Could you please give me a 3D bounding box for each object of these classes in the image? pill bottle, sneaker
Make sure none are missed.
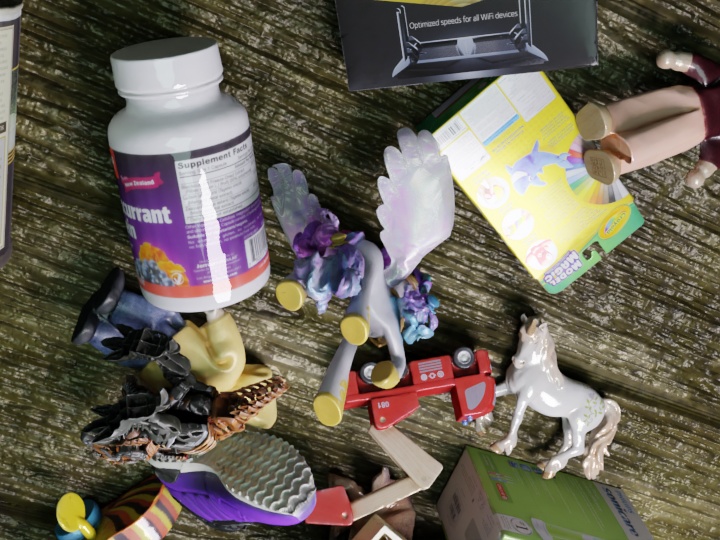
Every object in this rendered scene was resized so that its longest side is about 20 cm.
[{"bbox_3d":[-0.139,-0.078,0.733,0.111,0.112,0.201,-8,114,-5],"label":"pill bottle"},{"bbox_3d":[-0.111,0.204,0.844,0.070,0.199,0.100,-41,128,-38],"label":"sneaker"}]

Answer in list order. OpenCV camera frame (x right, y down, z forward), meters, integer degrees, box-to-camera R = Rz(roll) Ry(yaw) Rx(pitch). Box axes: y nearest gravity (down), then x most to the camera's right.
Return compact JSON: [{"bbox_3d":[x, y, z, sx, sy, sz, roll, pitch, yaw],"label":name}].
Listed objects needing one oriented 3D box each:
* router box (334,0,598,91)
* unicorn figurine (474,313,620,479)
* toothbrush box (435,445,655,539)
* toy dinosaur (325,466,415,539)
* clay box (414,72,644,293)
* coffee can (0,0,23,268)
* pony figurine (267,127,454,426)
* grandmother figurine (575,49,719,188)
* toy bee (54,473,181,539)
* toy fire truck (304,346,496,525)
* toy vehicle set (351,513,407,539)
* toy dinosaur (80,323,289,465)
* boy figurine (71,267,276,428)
[{"bbox_3d":[0.077,-0.229,0.699,0.199,0.052,0.158,-3,117,13],"label":"router box"},{"bbox_3d":[0.179,0.125,0.901,0.199,0.074,0.138,26,98,-33],"label":"unicorn figurine"},{"bbox_3d":[0.193,0.273,0.920,0.199,0.146,0.086,17,110,-16],"label":"toothbrush box"},{"bbox_3d":[0.024,0.278,0.934,0.135,0.086,0.201,10,105,-15],"label":"toy dinosaur"},{"bbox_3d":[0.153,-0.084,0.810,0.115,0.048,0.200,-39,114,7],"label":"clay box"},{"bbox_3d":[-0.329,-0.108,0.672,0.146,0.146,0.201,7,112,-12],"label":"coffee can"},{"bbox_3d":[0.000,0.000,0.758,0.166,0.200,0.194,-9,111,23],"label":"pony figurine"},{"bbox_3d":[0.286,-0.131,0.783,0.199,0.061,0.122,-21,116,-14],"label":"grandmother figurine"},{"bbox_3d":[-0.261,0.284,0.878,0.131,0.109,0.200,36,104,-23],"label":"toy bee"},{"bbox_3d":[0.036,0.156,0.855,0.199,0.049,0.142,-8,74,-5],"label":"toy fire truck"},{"bbox_3d":[0.041,0.335,0.859,0.124,0.027,0.200,-48,112,-5],"label":"toy vehicle set"},{"bbox_3d":[-0.157,0.114,0.774,0.200,0.102,0.136,-33,136,7],"label":"toy dinosaur"},{"bbox_3d":[-0.152,0.076,0.825,0.200,0.065,0.124,31,113,-21],"label":"boy figurine"}]
